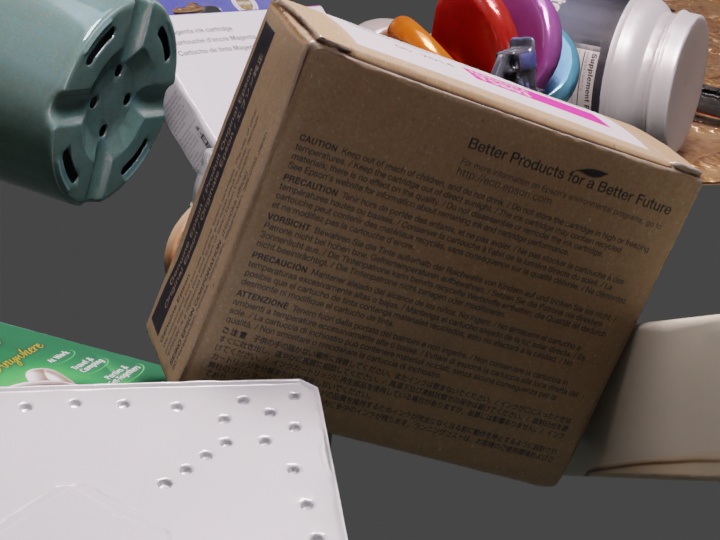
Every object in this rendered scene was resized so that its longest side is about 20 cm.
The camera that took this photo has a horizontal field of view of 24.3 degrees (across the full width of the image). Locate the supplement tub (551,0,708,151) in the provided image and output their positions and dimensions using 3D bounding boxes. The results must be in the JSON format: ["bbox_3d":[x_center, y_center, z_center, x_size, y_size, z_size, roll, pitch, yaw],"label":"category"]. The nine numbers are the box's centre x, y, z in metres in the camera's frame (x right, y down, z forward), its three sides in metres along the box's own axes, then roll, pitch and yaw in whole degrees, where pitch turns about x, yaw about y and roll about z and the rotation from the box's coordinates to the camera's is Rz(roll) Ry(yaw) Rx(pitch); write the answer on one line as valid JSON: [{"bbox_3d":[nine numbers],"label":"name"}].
[{"bbox_3d":[0.197,-0.185,1.495,0.198,0.142,0.140,15,20,22],"label":"supplement tub"}]

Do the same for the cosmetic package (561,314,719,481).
[{"bbox_3d":[0.178,0.056,0.752,0.102,0.074,0.200,0,-6,-24],"label":"cosmetic package"}]

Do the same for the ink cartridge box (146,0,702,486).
[{"bbox_3d":[0.026,-0.008,0.741,0.198,0.166,0.075,17,17,-24],"label":"ink cartridge box"}]

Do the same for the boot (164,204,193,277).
[{"bbox_3d":[0.000,0.000,0.979,0.198,0.075,0.154,-11,30,-38],"label":"boot"}]

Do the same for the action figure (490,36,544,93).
[{"bbox_3d":[0.044,-0.020,0.879,0.192,0.203,0.104,-5,9,-30],"label":"action figure"}]

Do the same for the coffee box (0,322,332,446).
[{"bbox_3d":[-0.123,0.076,0.740,0.198,0.045,0.123,14,20,15],"label":"coffee box"}]

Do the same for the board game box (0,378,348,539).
[{"bbox_3d":[-0.103,0.108,0.598,0.197,0.026,0.201,-1,32,-8],"label":"board game box"}]

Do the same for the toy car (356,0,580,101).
[{"bbox_3d":[0.089,-0.146,1.256,0.199,0.151,0.175,-1,38,-46],"label":"toy car"}]

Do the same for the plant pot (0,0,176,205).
[{"bbox_3d":[-0.245,-0.147,1.154,0.194,0.202,0.200,24,23,19],"label":"plant pot"}]

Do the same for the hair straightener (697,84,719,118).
[{"bbox_3d":[0.373,-0.157,1.664,0.198,0.041,0.077,13,18,29],"label":"hair straightener"}]

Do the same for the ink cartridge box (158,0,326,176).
[{"bbox_3d":[-0.083,-0.155,1.285,0.195,0.043,0.201,-13,65,-46],"label":"ink cartridge box"}]

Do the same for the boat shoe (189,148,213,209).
[{"bbox_3d":[-0.022,-0.057,1.131,0.199,0.072,0.070,-3,20,-34],"label":"boat shoe"}]
